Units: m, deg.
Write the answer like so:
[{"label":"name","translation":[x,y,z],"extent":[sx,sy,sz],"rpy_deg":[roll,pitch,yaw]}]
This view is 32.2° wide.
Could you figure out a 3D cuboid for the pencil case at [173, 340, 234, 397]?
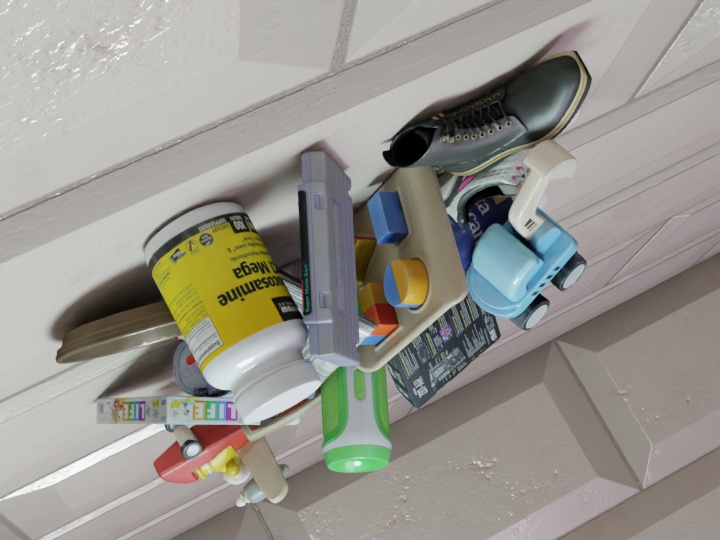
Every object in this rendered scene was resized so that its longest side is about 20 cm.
[{"label":"pencil case","translation":[-0.181,0.131,1.678],"extent":[0.091,0.083,0.200],"rpy_deg":[-7,171,10]}]

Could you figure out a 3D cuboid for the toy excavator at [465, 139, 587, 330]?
[{"label":"toy excavator","translation":[0.185,-0.039,1.389],"extent":[0.195,0.100,0.200],"rpy_deg":[-50,156,8]}]

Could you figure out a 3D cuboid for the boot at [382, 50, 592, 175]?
[{"label":"boot","translation":[0.131,-0.157,1.296],"extent":[0.138,0.078,0.200],"rpy_deg":[-6,152,-49]}]

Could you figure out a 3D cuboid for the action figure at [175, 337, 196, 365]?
[{"label":"action figure","translation":[-0.123,0.053,1.553],"extent":[0.200,0.065,0.099],"rpy_deg":[-16,160,-38]}]

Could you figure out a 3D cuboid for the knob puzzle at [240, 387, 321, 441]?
[{"label":"knob puzzle","translation":[-0.087,0.152,1.644],"extent":[0.219,0.030,0.220],"rpy_deg":[-31,-167,8]}]

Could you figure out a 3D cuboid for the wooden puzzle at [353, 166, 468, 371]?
[{"label":"wooden puzzle","translation":[0.027,-0.006,1.412],"extent":[0.046,0.186,0.200],"rpy_deg":[5,149,-35]}]

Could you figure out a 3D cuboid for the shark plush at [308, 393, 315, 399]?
[{"label":"shark plush","translation":[-0.098,0.099,1.513],"extent":[0.083,0.091,0.200],"rpy_deg":[3,164,3]}]

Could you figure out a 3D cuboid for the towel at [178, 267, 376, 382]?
[{"label":"towel","translation":[-0.110,0.067,1.426],"extent":[0.200,0.192,0.035],"rpy_deg":[-44,-157,48]}]

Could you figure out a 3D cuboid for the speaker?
[{"label":"speaker","translation":[-0.008,0.136,1.495],"extent":[0.088,0.200,0.088],"rpy_deg":[-3,158,-1]}]

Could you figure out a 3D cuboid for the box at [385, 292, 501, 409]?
[{"label":"box","translation":[0.099,0.074,1.646],"extent":[0.160,0.044,0.200],"rpy_deg":[-40,143,-11]}]

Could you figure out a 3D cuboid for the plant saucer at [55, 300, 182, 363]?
[{"label":"plant saucer","translation":[-0.231,0.060,1.341],"extent":[0.200,0.030,0.200],"rpy_deg":[-15,175,-1]}]

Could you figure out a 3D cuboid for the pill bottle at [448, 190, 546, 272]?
[{"label":"pill bottle","translation":[0.131,-0.064,1.521],"extent":[0.200,0.111,0.111],"rpy_deg":[-32,170,-29]}]

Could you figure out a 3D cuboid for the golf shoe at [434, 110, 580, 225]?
[{"label":"golf shoe","translation":[0.173,-0.129,1.431],"extent":[0.200,0.092,0.073],"rpy_deg":[-33,159,9]}]

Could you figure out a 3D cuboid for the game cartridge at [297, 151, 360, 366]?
[{"label":"game cartridge","translation":[-0.031,-0.009,1.248],"extent":[0.038,0.200,0.130],"rpy_deg":[-6,170,15]}]

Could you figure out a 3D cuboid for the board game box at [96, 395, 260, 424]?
[{"label":"board game box","translation":[-0.238,0.182,1.615],"extent":[0.134,0.034,0.200],"rpy_deg":[6,171,-36]}]

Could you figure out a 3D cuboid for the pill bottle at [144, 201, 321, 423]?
[{"label":"pill bottle","translation":[-0.121,0.043,1.221],"extent":[0.112,0.200,0.112],"rpy_deg":[-28,167,-7]}]

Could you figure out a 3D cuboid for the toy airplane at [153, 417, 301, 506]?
[{"label":"toy airplane","translation":[-0.175,0.246,1.798],"extent":[0.200,0.199,0.141],"rpy_deg":[-67,159,-48]}]
